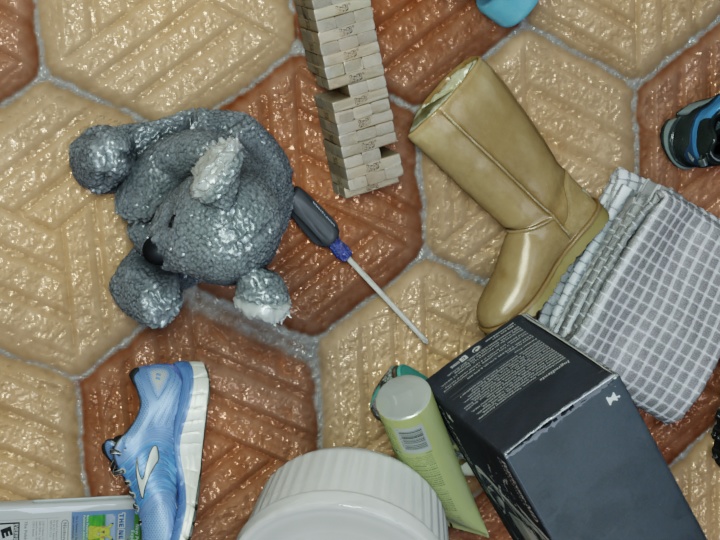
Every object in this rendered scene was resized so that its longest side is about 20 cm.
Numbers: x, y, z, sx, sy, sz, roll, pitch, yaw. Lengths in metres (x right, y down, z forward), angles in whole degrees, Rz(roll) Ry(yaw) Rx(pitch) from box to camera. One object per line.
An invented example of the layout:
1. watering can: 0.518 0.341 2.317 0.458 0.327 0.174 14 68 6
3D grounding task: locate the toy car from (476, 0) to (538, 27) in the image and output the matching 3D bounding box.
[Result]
1. toy car: 0.123 -0.308 1.421 0.184 0.200 0.177 33 90 -23

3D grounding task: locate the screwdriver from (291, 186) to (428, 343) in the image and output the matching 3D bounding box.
1. screwdriver: 0.000 0.000 1.536 0.028 0.029 0.200 -45 107 -5

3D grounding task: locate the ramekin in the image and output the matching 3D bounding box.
1. ramekin: -0.012 0.245 1.516 0.201 0.094 0.203 5 129 6

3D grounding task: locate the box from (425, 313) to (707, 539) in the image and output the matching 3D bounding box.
1. box: 0.176 0.169 1.479 0.124 0.197 0.201 -34 111 -9

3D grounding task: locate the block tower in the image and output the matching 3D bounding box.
1. block tower: -0.011 -0.166 1.485 0.058 0.054 0.201 -18 108 -16

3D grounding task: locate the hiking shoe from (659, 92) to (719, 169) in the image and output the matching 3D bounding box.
1. hiking shoe: 0.379 -0.161 1.606 0.200 0.087 0.074 -44 112 -6

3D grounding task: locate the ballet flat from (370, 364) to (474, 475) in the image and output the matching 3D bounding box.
1. ballet flat: 0.091 0.153 1.595 0.200 0.072 0.072 29 91 -23

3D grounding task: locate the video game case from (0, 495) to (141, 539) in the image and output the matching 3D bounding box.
1. video game case: -0.251 0.300 1.523 0.181 0.022 0.201 0 101 -20

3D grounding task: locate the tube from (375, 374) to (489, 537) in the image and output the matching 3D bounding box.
1. tube: 0.061 0.174 1.541 0.052 0.058 0.200 -25 133 -5

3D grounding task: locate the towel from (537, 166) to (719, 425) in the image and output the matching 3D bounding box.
1. towel: 0.277 0.025 1.614 0.165 0.086 0.201 28 92 -24

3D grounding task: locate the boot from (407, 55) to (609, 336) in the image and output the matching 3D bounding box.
1. boot: 0.111 -0.064 1.550 0.200 0.066 0.175 45 76 -22

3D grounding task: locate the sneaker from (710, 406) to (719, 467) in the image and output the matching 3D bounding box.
1. sneaker: 0.405 0.101 1.690 0.090 0.066 0.201 -1 106 -22

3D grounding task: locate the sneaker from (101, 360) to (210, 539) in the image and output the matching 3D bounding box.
1. sneaker: -0.183 0.177 1.488 0.089 0.079 0.201 5 81 -5

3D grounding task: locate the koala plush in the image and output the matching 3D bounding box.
1. koala plush: -0.120 -0.046 1.394 0.183 0.200 0.178 -21 108 -14
